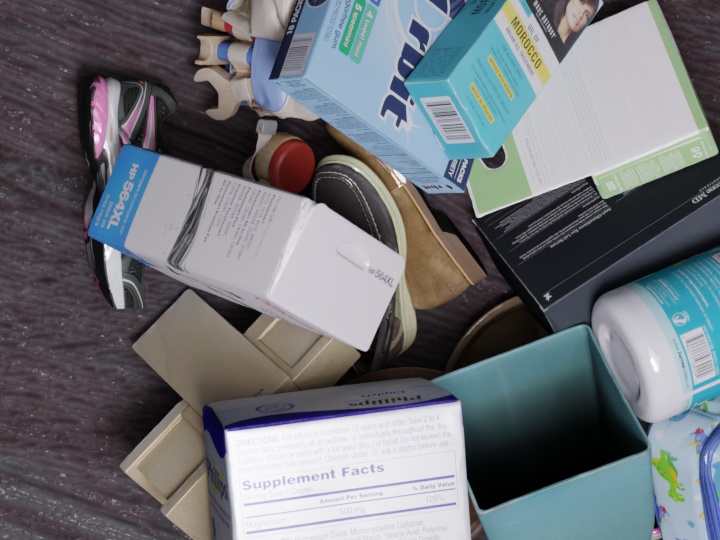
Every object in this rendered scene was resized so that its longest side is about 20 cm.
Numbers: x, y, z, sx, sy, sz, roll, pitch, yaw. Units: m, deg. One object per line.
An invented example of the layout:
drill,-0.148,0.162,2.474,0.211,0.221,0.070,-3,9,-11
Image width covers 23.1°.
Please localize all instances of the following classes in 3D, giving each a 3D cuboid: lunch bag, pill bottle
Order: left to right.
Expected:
pill bottle,0.293,0.036,1.401,0.200,0.111,0.111,-21,103,-11
lunch bag,0.327,0.147,1.471,0.200,0.082,0.161,-37,127,-33

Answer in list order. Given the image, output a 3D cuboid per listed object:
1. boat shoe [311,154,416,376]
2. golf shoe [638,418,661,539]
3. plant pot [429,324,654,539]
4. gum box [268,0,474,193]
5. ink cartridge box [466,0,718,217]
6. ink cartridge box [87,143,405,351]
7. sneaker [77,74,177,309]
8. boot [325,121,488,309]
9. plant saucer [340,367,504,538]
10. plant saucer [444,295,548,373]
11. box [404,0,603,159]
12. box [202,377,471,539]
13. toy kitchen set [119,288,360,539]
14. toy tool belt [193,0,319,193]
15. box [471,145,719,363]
boat shoe,0.000,0.000,1.463,0.073,0.065,0.200,0,125,29
golf shoe,0.246,0.133,1.507,0.075,0.092,0.200,-8,93,7
plant pot,0.156,0.179,1.435,0.141,0.141,0.200,-20,135,-2
gum box,0.032,-0.180,1.405,0.200,0.045,0.170,33,68,-41
ink cartridge box,0.178,-0.126,1.468,0.200,0.146,0.048,-22,147,12
ink cartridge box,-0.088,-0.019,1.377,0.146,0.200,0.084,31,81,-51
sneaker,-0.180,-0.062,1.455,0.086,0.080,0.200,-5,107,-18
boot,0.022,-0.051,1.492,0.075,0.074,0.200,-35,105,9
plant saucer,0.039,0.177,1.520,0.200,0.035,0.201,-2,118,-3
plant saucer,0.165,0.113,1.560,0.200,0.029,0.200,-2,101,-8
box,0.119,-0.184,1.426,0.200,0.049,0.082,-54,125,-31
box,-0.017,0.195,1.354,0.184,0.105,0.200,-6,99,-13
toy kitchen set,-0.092,0.130,1.501,0.200,0.163,0.180,-46,135,-6
toy tool belt,-0.076,-0.173,1.443,0.125,0.123,0.200,-1,108,-48
box,0.216,-0.037,1.476,0.200,0.141,0.079,-32,130,-1
